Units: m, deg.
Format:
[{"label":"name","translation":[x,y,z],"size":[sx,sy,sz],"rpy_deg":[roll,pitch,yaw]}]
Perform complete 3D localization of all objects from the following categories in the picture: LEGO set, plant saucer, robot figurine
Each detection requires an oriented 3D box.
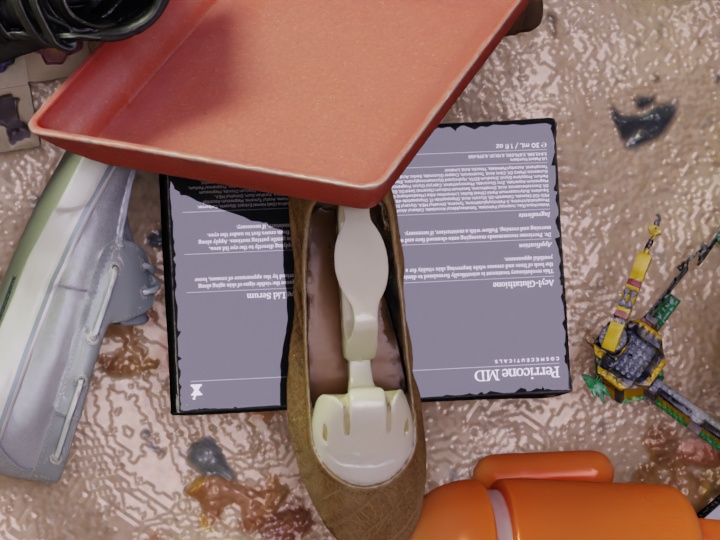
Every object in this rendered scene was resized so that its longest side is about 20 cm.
[{"label":"LEGO set","translation":[0.211,0.014,1.265],"size":[0.200,0.116,0.154],"rpy_deg":[-43,75,-6]},{"label":"plant saucer","translation":[-0.028,-0.102,1.224],"size":[0.200,0.037,0.200],"rpy_deg":[10,45,29]},{"label":"robot figurine","translation":[0.098,0.161,1.255],"size":[0.200,0.117,0.144],"rpy_deg":[3,85,-9]}]

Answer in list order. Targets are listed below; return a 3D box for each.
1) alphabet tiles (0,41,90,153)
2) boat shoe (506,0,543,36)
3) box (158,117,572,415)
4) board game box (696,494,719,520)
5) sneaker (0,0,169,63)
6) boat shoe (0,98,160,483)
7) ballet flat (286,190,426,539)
[{"label":"alphabet tiles","translation":[-0.229,-0.152,1.265],"size":[0.166,0.006,0.200],"rpy_deg":[-10,104,-3]},{"label":"boat shoe","translation":[0.068,-0.220,1.312],"size":[0.075,0.075,0.203],"rpy_deg":[1,91,-20]},{"label":"box","translation":[0.000,0.000,1.276],"size":[0.200,0.079,0.141],"rpy_deg":[-2,84,-7]},{"label":"board game box","translation":[0.288,0.124,1.323],"size":[0.200,0.028,0.135],"rpy_deg":[-40,90,-8]},{"label":"sneaker","translation":[-0.176,-0.131,1.219],"size":[0.200,0.099,0.071],"rpy_deg":[-21,106,0]},{"label":"boat shoe","translation":[-0.142,0.012,1.270],"size":[0.071,0.070,0.201],"rpy_deg":[23,86,-16]},{"label":"ballet flat","translation":[-0.001,0.038,1.199],"size":[0.068,0.072,0.200],"rpy_deg":[-2,87,-7]}]
